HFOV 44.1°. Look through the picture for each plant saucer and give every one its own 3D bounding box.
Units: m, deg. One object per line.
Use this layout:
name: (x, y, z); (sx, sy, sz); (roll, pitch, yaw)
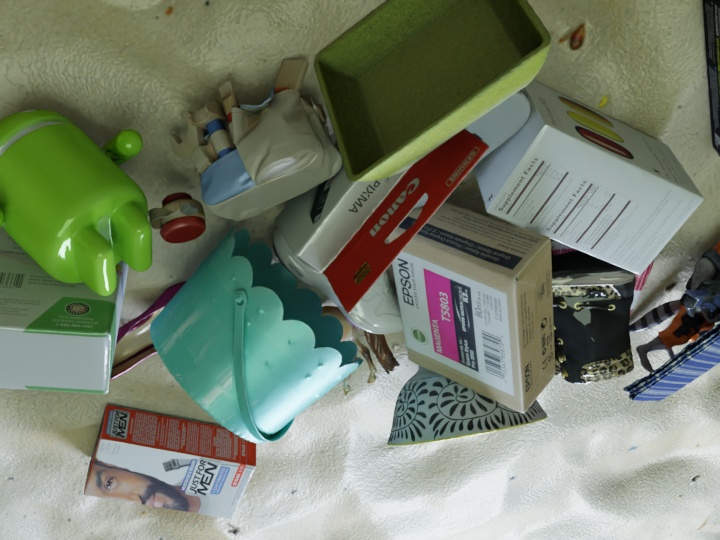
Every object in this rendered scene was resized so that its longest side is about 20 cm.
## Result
plant saucer: (0.063, -0.182, 0.795); (0.199, 0.201, 0.048); (-33, 134, 17)

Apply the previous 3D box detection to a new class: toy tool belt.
toy tool belt: (-0.124, -0.120, 0.882); (0.199, 0.124, 0.125); (-23, 162, 17)

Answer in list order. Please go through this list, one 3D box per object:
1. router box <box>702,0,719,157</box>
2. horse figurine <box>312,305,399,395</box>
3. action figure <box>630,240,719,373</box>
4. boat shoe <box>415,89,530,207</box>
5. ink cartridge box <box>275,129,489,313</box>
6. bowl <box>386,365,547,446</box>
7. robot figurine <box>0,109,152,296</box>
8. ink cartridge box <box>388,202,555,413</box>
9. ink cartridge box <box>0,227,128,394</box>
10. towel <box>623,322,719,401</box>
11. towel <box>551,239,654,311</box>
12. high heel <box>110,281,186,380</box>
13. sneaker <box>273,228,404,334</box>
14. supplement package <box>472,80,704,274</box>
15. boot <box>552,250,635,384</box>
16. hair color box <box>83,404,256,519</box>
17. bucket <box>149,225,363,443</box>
router box: (0.435, -0.213, 0.901); (0.149, 0.062, 0.201); (-18, 127, 5)
horse figurine: (-0.055, 0.091, 1.061); (0.198, 0.050, 0.134); (-9, 110, 10)
action figure: (0.396, 0.032, 1.056); (0.199, 0.105, 0.194); (8, 124, -44)
boat shoe: (0.085, -0.137, 0.909); (0.071, 0.070, 0.200); (30, 128, -30)
ink cartridge box: (0.011, -0.080, 0.846); (0.043, 0.174, 0.200); (35, 99, -29)
bowl: (0.122, 0.149, 1.087); (0.199, 0.201, 0.095); (-10, 82, -1)
robot figurine: (-0.281, -0.069, 0.835); (0.175, 0.200, 0.116); (-37, 159, -29)
ink cartridge box: (0.122, 0.037, 0.961); (0.075, 0.164, 0.201); (-43, 137, -32)
ink cartridge box: (-0.312, 0.020, 0.890); (0.144, 0.201, 0.088); (4, 129, -12)
towel: (0.410, 0.090, 1.042); (0.200, 0.024, 0.144); (-42, 151, 23)
towel: (0.271, 0.041, 1.092); (0.143, 0.023, 0.201); (5, 125, -12)
high heel: (-0.231, 0.079, 1.006); (0.199, 0.096, 0.068); (-23, 125, 10)
sneaker: (0.000, 0.000, 0.992); (0.099, 0.075, 0.200); (-40, 121, 22)
supplement package: (0.230, -0.098, 0.927); (0.199, 0.114, 0.110); (20, 123, -20)
boot: (0.222, 0.055, 1.034); (0.198, 0.073, 0.152); (-6, 118, 15)
hair color box: (-0.245, 0.250, 1.152); (0.198, 0.064, 0.111); (14, 124, -16)
bucket: (-0.110, 0.071, 0.932); (0.135, 0.207, 0.207); (-44, 121, 6)
